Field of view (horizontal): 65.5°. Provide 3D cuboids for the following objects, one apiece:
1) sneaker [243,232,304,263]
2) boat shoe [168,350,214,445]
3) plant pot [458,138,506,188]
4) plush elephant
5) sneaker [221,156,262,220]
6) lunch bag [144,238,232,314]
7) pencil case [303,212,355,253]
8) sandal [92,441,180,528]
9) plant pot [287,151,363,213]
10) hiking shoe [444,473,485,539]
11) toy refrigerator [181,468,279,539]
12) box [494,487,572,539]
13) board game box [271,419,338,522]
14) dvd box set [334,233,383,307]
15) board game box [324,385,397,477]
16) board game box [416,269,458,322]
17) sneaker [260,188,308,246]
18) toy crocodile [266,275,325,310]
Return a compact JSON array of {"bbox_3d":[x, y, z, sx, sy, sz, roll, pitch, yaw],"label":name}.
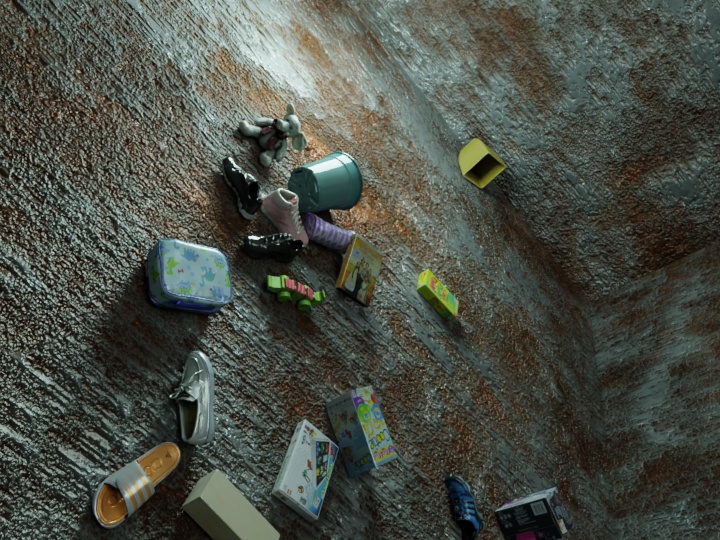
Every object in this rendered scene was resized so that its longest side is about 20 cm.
[{"bbox_3d":[-0.248,-0.079,1.616,0.198,0.090,0.077,6,60,-49],"label":"sneaker"},{"bbox_3d":[-0.365,0.266,1.192,0.086,0.074,0.205,34,44,-58],"label":"boat shoe"},{"bbox_3d":[0.670,-0.630,3.179,0.194,0.194,0.202,22,37,-41],"label":"plant pot"},{"bbox_3d":[-0.264,-0.455,1.840,0.199,0.154,0.166,-23,82,-56],"label":"plush elephant"},{"bbox_3d":[-0.339,-0.256,1.641,0.066,0.090,0.203,-9,70,-55],"label":"sneaker"},{"bbox_3d":[-0.408,0.019,1.334,0.198,0.082,0.163,14,52,-47],"label":"lunch bag"},{"bbox_3d":[-0.098,-0.122,1.849,0.198,0.083,0.087,20,59,-42],"label":"pencil case"},{"bbox_3d":[-0.409,0.386,1.053,0.080,0.059,0.207,54,33,-4],"label":"sandal"},{"bbox_3d":[-0.127,-0.284,1.865,0.195,0.199,0.202,-22,81,-48],"label":"plant pot"},{"bbox_3d":[0.314,0.720,1.707,0.202,0.074,0.086,60,33,3],"label":"hiking shoe"},{"bbox_3d":[-0.262,0.511,1.138,0.201,0.070,0.076,51,27,-11],"label":"toy refrigerator"},{"bbox_3d":[0.570,0.816,1.847,0.114,0.199,0.134,1,62,-53],"label":"box"},{"bbox_3d":[-0.129,0.483,1.361,0.126,0.034,0.201,45,35,-18],"label":"board game box"},{"bbox_3d":[0.000,0.000,1.852,0.146,0.029,0.203,36,61,-37],"label":"dvd box set"},{"bbox_3d":[0.001,0.431,1.510,0.102,0.104,0.203,2,63,-52],"label":"board game box"},{"bbox_3d":[0.310,0.102,2.230,0.200,0.047,0.102,46,35,-18],"label":"board game box"},{"bbox_3d":[-0.212,-0.165,1.721,0.201,0.104,0.076,48,32,-15],"label":"sneaker"},{"bbox_3d":[-0.187,0.060,1.607,0.198,0.061,0.068,27,44,-37],"label":"toy crocodile"}]
